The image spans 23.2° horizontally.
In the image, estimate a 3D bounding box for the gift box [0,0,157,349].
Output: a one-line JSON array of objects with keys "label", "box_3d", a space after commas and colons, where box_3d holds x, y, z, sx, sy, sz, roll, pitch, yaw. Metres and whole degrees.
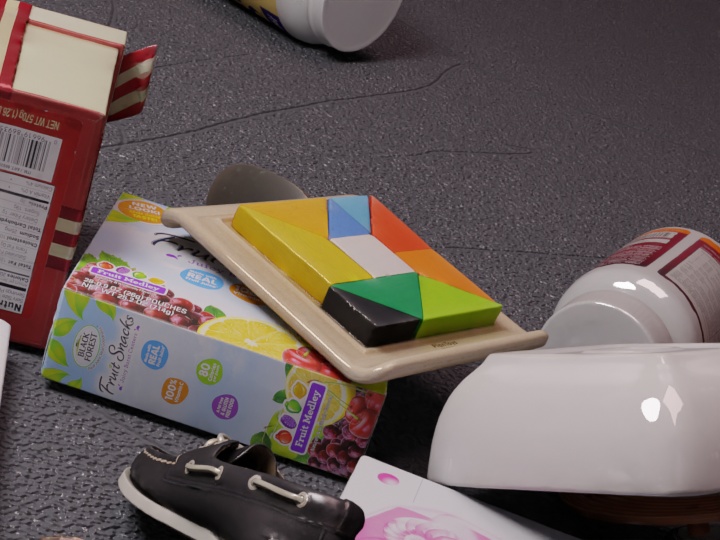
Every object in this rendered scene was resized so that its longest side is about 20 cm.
[{"label": "gift box", "box_3d": [-0.233, -0.087, 1.092, 0.183, 0.202, 0.187, 19, 21, -12]}]

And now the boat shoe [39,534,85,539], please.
[{"label": "boat shoe", "box_3d": [-0.075, 0.169, 0.797, 0.199, 0.060, 0.072, 28, 31, 23]}]

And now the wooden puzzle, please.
[{"label": "wooden puzzle", "box_3d": [0.000, 0.000, 1.100, 0.199, 0.038, 0.184, 36, 25, 31]}]

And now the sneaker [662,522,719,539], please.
[{"label": "sneaker", "box_3d": [0.268, 0.161, 1.052, 0.198, 0.086, 0.077, 7, 25, -24]}]

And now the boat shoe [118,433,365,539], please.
[{"label": "boat shoe", "box_3d": [-0.060, 0.114, 0.868, 0.073, 0.061, 0.200, 26, -4, -26]}]

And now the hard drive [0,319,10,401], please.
[{"label": "hard drive", "box_3d": [-0.258, 0.069, 0.932, 0.131, 0.027, 0.200, 13, 23, -13]}]

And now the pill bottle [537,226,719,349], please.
[{"label": "pill bottle", "box_3d": [0.197, 0.042, 1.235, 0.109, 0.111, 0.200, 26, 24, 19]}]

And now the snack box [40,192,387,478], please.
[{"label": "snack box", "box_3d": [-0.080, 0.036, 1.090, 0.198, 0.068, 0.169, 20, 22, -2]}]

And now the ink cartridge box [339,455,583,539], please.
[{"label": "ink cartridge box", "box_3d": [0.065, 0.184, 0.901, 0.195, 0.044, 0.200, 21, 21, 4]}]

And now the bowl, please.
[{"label": "bowl", "box_3d": [0.159, 0.081, 1.012, 0.199, 0.076, 0.198, 0, -2, -45]}]

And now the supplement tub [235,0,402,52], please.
[{"label": "supplement tub", "box_3d": [-0.062, -0.323, 1.817, 0.199, 0.147, 0.145, 35, 28, 34]}]

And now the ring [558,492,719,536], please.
[{"label": "ring", "box_3d": [0.220, 0.125, 1.076, 0.198, 0.019, 0.200, -12, 7, 2]}]

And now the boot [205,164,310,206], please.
[{"label": "boot", "box_3d": [-0.027, -0.007, 1.253, 0.199, 0.074, 0.075, 34, 8, 24]}]
